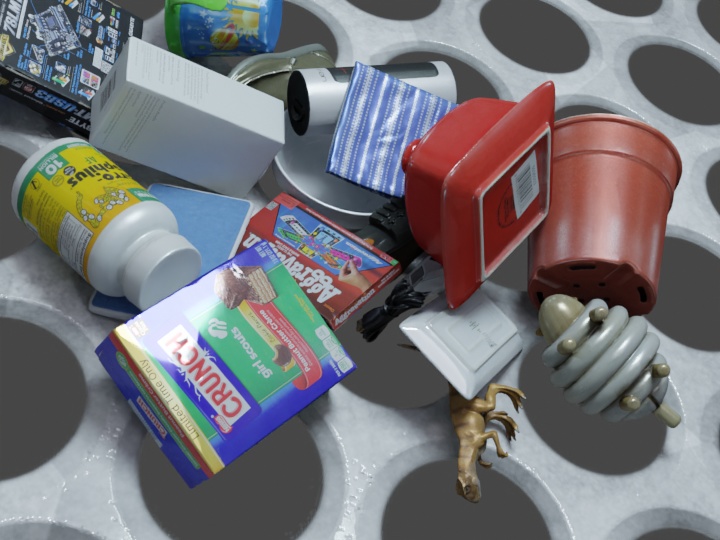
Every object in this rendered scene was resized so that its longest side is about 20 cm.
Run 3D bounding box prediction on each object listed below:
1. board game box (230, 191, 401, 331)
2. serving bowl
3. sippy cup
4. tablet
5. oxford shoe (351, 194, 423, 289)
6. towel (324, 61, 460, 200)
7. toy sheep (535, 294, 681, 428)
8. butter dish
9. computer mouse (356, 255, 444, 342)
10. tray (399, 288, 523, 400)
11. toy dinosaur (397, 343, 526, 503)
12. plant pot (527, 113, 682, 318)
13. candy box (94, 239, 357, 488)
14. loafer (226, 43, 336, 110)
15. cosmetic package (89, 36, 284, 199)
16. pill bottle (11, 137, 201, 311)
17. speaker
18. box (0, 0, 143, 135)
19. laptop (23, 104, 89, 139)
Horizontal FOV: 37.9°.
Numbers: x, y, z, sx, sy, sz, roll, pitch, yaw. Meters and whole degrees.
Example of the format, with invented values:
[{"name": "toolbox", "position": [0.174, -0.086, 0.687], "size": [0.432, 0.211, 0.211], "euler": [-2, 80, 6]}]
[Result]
[{"name": "board game box", "position": [-0.059, -0.015, 1.156], "size": [0.103, 0.020, 0.200], "euler": [-41, 49, -20]}, {"name": "serving bowl", "position": [-0.020, -0.124, 1.294], "size": [0.199, 0.066, 0.201], "euler": [10, 50, -12]}, {"name": "sippy cup", "position": [-0.171, -0.334, 1.354], "size": [0.129, 0.140, 0.178], "euler": [9, 39, 6]}, {"name": "tablet", "position": [-0.206, -0.018, 1.164], "size": [0.129, 0.014, 0.201], "euler": [11, 49, 7]}, {"name": "oxford shoe", "position": [0.000, 0.000, 1.194], "size": [0.199, 0.085, 0.073], "euler": [-29, 47, -12]}, {"name": "towel", "position": [0.066, -0.145, 1.236], "size": [0.199, 0.024, 0.146], "euler": [20, 76, -18]}, {"name": "toy sheep", "position": [0.276, 0.104, 1.163], "size": [0.200, 0.138, 0.138], "euler": [47, 52, 6]}, {"name": "butter dish", "position": [0.108, -0.099, 1.128], "size": [0.147, 0.201, 0.199], "euler": [29, 58, 31]}, {"name": "computer mouse", "position": [0.075, 0.014, 1.199], "size": [0.044, 0.110, 0.200], "euler": [47, 43, 2]}, {"name": "tray", "position": [0.120, 0.067, 1.149], "size": [0.107, 0.022, 0.200], "euler": [47, 27, 8]}, {"name": "toy dinosaur", "position": [0.116, 0.145, 1.122], "size": [0.105, 0.061, 0.201], "euler": [0, 52, -17]}, {"name": "plant pot", "position": [0.282, -0.047, 1.261], "size": [0.199, 0.201, 0.196], "euler": [16, 57, -5]}, {"name": "candy box", "position": [-0.132, 0.089, 1.047], "size": [0.200, 0.077, 0.169], "euler": [-34, 86, -35]}, {"name": "loafer", "position": [-0.099, -0.239, 1.356], "size": [0.200, 0.075, 0.070], "euler": [-31, 62, -36]}, {"name": "cosmetic package", "position": [-0.197, -0.171, 1.208], "size": [0.199, 0.113, 0.082], "euler": [20, 44, -30]}, {"name": "pill bottle", "position": [-0.263, -0.044, 1.099], "size": [0.200, 0.113, 0.113], "euler": [38, 50, 24]}, {"name": "speaker", "position": [0.013, -0.209, 1.278], "size": [0.199, 0.081, 0.082], "euler": [-8, 54, -22]}, {"name": "box", "position": [-0.362, -0.271, 1.260], "size": [0.198, 0.050, 0.201], "euler": [23, 46, -32]}, {"name": "laptop", "position": [-0.428, -0.244, 1.295], "size": [0.199, 0.103, 0.178], "euler": [29, 43, -29]}]
